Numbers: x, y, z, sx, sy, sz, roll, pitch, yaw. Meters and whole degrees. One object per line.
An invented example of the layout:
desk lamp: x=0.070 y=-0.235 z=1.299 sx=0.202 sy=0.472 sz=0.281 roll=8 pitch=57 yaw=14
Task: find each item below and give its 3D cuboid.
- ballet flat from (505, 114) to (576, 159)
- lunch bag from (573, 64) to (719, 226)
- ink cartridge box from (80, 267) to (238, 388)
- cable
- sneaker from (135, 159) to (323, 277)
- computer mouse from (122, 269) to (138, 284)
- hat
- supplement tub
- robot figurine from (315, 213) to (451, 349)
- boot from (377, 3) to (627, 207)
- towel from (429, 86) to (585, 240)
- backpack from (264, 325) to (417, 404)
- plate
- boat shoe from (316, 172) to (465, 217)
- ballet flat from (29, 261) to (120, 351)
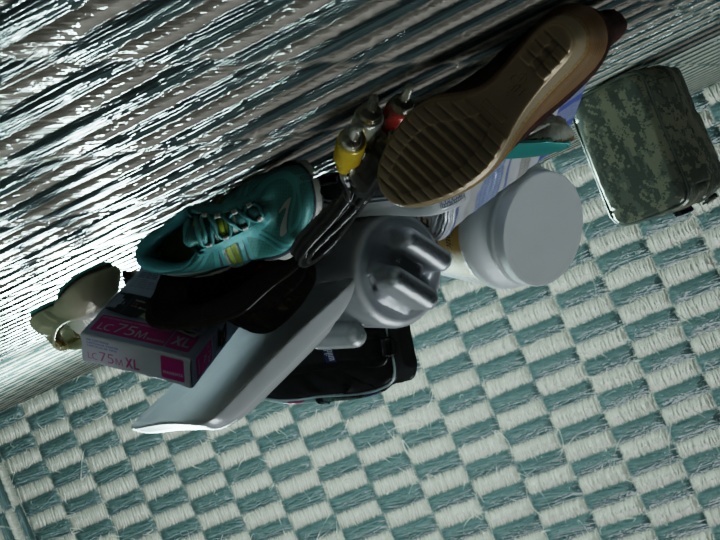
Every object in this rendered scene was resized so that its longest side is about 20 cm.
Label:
ballet flat: x=0.091 y=-0.119 z=1.240 sx=0.199 sy=0.072 sz=0.072 roll=-10 pitch=-171 yaw=46
lunch bag: x=0.393 y=-0.168 z=1.955 sx=0.139 sy=0.201 sz=0.167 roll=-24 pitch=177 yaw=44
ink cartridge box: x=-0.176 y=0.035 z=1.458 sx=0.119 sy=0.042 sz=0.200 roll=12 pitch=-148 yaw=16
cable: x=-0.004 y=-0.078 z=1.180 sx=0.097 sy=0.050 sz=0.200 roll=-36 pitch=172 yaw=-35
sneaker: x=-0.112 y=-0.035 z=1.271 sx=0.199 sy=0.078 sz=0.079 roll=-25 pitch=169 yaw=36
computer mouse: x=-0.159 y=0.014 z=1.561 sx=0.198 sy=0.034 sz=0.059 roll=8 pitch=-161 yaw=11
hat: x=-0.099 y=0.009 z=1.375 sx=0.200 sy=0.081 sz=0.201 roll=-27 pitch=-148 yaw=19
supplement tub: x=0.130 y=-0.059 z=1.621 sx=0.144 sy=0.146 sz=0.199 roll=-22 pitch=-158 yaw=-35
robot figurine: x=0.000 y=0.000 z=1.458 sx=0.199 sy=0.113 sz=0.170 roll=0 pitch=-119 yaw=53
boot: x=0.113 y=-0.124 z=1.117 sx=0.200 sy=0.073 sz=0.166 roll=-40 pitch=175 yaw=23
towel: x=0.148 y=-0.119 z=1.442 sx=0.200 sy=0.024 sz=0.147 roll=-36 pitch=157 yaw=-30
backpack: x=-0.045 y=0.056 z=1.632 sx=0.199 sy=0.179 sz=0.150 roll=-12 pitch=-179 yaw=17
plate: x=-0.106 y=0.088 z=1.384 sx=0.200 sy=0.032 sz=0.200 roll=-44 pitch=-166 yaw=-26
boat shoe: x=0.013 y=-0.090 z=1.399 sx=0.072 sy=0.068 sz=0.199 roll=-30 pitch=-159 yaw=-35
ballet flat: x=-0.280 y=0.044 z=1.498 sx=0.069 sy=0.070 sz=0.200 roll=-23 pitch=178 yaw=-29
